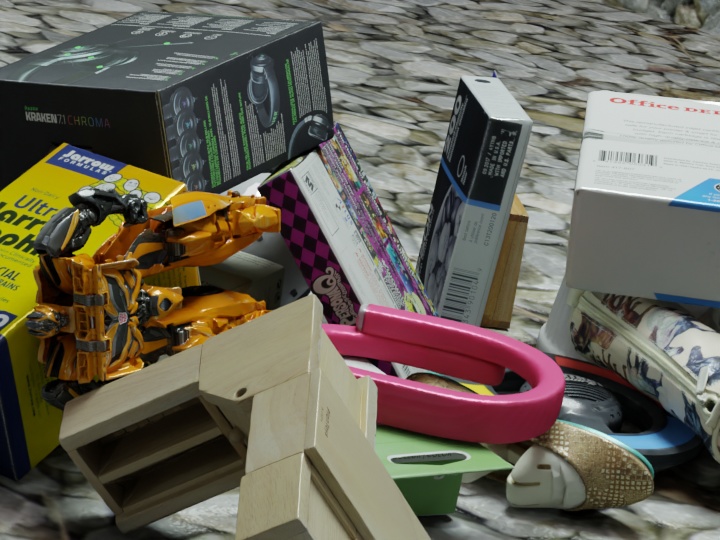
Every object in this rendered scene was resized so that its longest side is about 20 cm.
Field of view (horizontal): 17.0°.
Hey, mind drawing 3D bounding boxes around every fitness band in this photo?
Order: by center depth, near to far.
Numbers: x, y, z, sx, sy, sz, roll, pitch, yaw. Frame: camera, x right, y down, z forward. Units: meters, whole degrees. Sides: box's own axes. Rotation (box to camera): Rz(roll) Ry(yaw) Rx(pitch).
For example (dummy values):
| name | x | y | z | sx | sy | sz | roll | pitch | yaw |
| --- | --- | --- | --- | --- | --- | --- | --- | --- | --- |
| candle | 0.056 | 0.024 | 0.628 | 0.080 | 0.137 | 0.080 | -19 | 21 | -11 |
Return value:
| name | x | y | z | sx | sy | sz | roll | pitch | yaw |
| --- | --- | --- | --- | --- | --- | --- | --- | --- | --- |
| fitness band | 0.037 | 0.066 | 1.604 | 0.199 | 0.038 | 0.144 | 12 | 17 | 9 |

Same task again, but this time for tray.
| name | x | y | z | sx | sy | sz | roll | pitch | yaw |
| --- | --- | --- | --- | --- | --- | --- | --- | --- | --- |
| tray | 0.105 | -0.030 | 2.083 | 0.037 | 0.099 | 0.200 | 7 | 16 | -7 |

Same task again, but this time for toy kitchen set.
| name | x | y | z | sx | sy | sz | roll | pitch | yaw |
| --- | --- | --- | --- | --- | --- | --- | --- | --- | --- |
| toy kitchen set | -0.064 | 0.160 | 1.386 | 0.180 | 0.164 | 0.200 | -23 | 31 | 17 |

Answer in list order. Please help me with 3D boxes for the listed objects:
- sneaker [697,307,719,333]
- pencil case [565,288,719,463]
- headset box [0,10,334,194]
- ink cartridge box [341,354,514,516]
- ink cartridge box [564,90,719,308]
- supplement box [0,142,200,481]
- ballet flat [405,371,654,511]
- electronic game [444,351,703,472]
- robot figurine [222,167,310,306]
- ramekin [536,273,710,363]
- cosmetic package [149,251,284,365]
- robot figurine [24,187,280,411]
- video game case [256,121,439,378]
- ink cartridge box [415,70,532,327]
| name | x | y | z | sx | sy | sz | roll | pitch | yaw |
| --- | --- | --- | --- | --- | --- | --- | --- | --- | --- |
| sneaker | 0.311 | 0.091 | 1.772 | 0.200 | 0.090 | 0.075 | 32 | 3 | 37 |
| pencil case | 0.229 | 0.067 | 1.746 | 0.089 | 0.078 | 0.200 | 35 | 3 | -40 |
| headset box | -0.147 | -0.113 | 1.710 | 0.173 | 0.093 | 0.200 | 7 | 23 | 35 |
| ink cartridge box | 0.002 | 0.118 | 1.581 | 0.103 | 0.060 | 0.200 | 0 | 19 | -32 |
| ink cartridge box | 0.233 | -0.056 | 1.815 | 0.145 | 0.085 | 0.200 | 7 | 25 | 6 |
| supplement box | -0.206 | 0.023 | 1.560 | 0.108 | 0.110 | 0.200 | 19 | 42 | 28 |
| ballet flat | 0.101 | 0.128 | 1.636 | 0.199 | 0.071 | 0.065 | 17 | 44 | 31 |
| electronic game | 0.154 | 0.099 | 1.768 | 0.199 | 0.042 | 0.200 | 12 | 16 | -3 |
| robot figurine | -0.105 | -0.048 | 1.944 | 0.150 | 0.125 | 0.200 | 4 | 24 | -31 |
| ramekin | 0.246 | 0.042 | 1.938 | 0.201 | 0.095 | 0.202 | 10 | 16 | -3 |
| cosmetic package | -0.145 | 0.035 | 1.752 | 0.105 | 0.071 | 0.200 | 16 | 17 | 19 |
| robot figurine | -0.129 | 0.014 | 1.509 | 0.058 | 0.146 | 0.200 | 6 | 15 | 36 |
| video game case | 0.000 | 0.000 | 1.779 | 0.036 | 0.201 | 0.181 | -25 | 9 | 15 |
| ink cartridge box | 0.084 | -0.054 | 1.979 | 0.043 | 0.199 | 0.200 | 11 | 15 | -8 |
